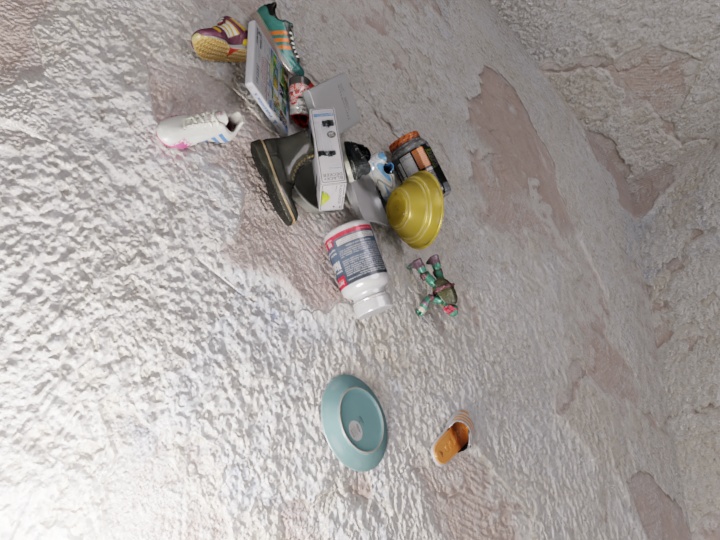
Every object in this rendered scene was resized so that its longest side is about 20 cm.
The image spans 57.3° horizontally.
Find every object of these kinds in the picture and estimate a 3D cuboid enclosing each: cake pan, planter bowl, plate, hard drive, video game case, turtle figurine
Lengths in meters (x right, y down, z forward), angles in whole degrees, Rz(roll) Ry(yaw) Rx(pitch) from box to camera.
[{"bbox_3d":[-0.116,-0.221,1.568,0.198,0.036,0.204,29,47,-36],"label":"cake pan"},{"bbox_3d":[0.123,-0.158,1.705,0.082,0.200,0.205,1,65,-32],"label":"planter bowl"},{"bbox_3d":[-0.004,0.313,1.371,0.198,0.025,0.204,30,46,-37],"label":"plate"},{"bbox_3d":[-0.069,-0.410,1.662,0.200,0.026,0.134,-46,123,-52],"label":"hard drive"},{"bbox_3d":[-0.216,-0.449,1.550,0.183,0.022,0.204,53,29,-54],"label":"video game case"},{"bbox_3d":[0.207,0.060,1.738,0.148,0.100,0.203,-1,62,-50],"label":"turtle figurine"},{"bbox_3d":[-0.001,-0.205,1.668,0.199,0.032,0.204,4,64,-69],"label":"plate"}]

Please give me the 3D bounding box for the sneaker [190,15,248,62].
[{"bbox_3d":[-0.321,-0.531,1.494,0.199,0.074,0.092,-16,82,-62],"label":"sneaker"}]

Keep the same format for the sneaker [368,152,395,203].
[{"bbox_3d":[0.069,-0.241,1.743,0.200,0.071,0.073,48,20,-60],"label":"sneaker"}]

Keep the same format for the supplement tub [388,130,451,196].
[{"bbox_3d":[0.166,-0.286,1.885,0.122,0.121,0.203,-24,86,-54],"label":"supplement tub"}]

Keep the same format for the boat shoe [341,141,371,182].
[{"bbox_3d":[-0.007,-0.260,1.525,0.200,0.065,0.076,-96,170,-70],"label":"boat shoe"}]

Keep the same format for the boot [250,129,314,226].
[{"bbox_3d":[-0.143,-0.212,1.447,0.136,0.077,0.204,-21,84,-21],"label":"boot"}]

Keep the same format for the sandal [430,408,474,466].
[{"bbox_3d":[0.237,0.401,1.579,0.080,0.059,0.206,60,36,-2],"label":"sandal"}]

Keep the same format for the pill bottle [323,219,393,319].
[{"bbox_3d":[0.000,0.000,1.498,0.118,0.119,0.204,-5,71,-51],"label":"pill bottle"}]

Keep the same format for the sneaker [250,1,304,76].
[{"bbox_3d":[-0.190,-0.579,1.657,0.202,0.079,0.071,56,3,-8],"label":"sneaker"}]

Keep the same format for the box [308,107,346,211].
[{"bbox_3d":[-0.077,-0.253,1.500,0.059,0.117,0.204,-6,67,-9],"label":"box"}]

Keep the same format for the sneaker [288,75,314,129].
[{"bbox_3d":[-0.116,-0.404,1.673,0.200,0.066,0.111,17,72,-59],"label":"sneaker"}]

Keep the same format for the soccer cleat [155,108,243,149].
[{"bbox_3d":[-0.319,-0.295,1.327,0.199,0.086,0.071,-22,84,-54],"label":"soccer cleat"}]
